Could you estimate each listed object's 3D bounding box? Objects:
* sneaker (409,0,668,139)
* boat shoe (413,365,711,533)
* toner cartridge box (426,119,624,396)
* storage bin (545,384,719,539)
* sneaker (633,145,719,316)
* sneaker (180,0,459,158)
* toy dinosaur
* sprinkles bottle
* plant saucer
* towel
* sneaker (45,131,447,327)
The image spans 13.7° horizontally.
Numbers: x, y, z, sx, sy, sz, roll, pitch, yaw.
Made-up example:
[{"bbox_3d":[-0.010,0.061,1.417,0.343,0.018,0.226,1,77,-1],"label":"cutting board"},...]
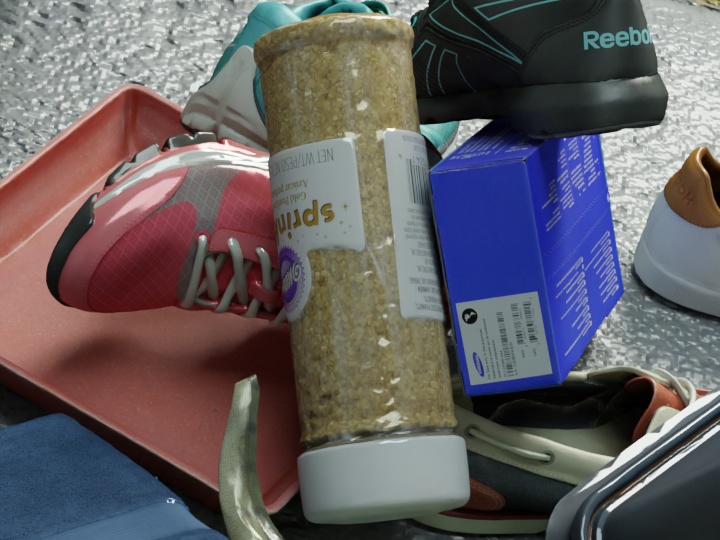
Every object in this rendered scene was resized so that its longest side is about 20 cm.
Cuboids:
[{"bbox_3d":[0.064,-0.100,1.268,0.075,0.079,0.200,-11,10,-30],"label":"sneaker"},{"bbox_3d":[0.110,0.071,1.281,0.200,0.063,0.071,0,40,-21],"label":"boat shoe"},{"bbox_3d":[0.074,-0.014,1.280,0.043,0.095,0.200,-6,8,13],"label":"toner cartridge box"},{"bbox_3d":[0.200,0.099,1.198,0.200,0.134,0.146,-30,85,-41],"label":"storage bin"},{"bbox_3d":[0.234,-0.006,1.399,0.200,0.085,0.073,14,38,-6],"label":"sneaker"},{"bbox_3d":[-0.003,-0.087,1.387,0.077,0.080,0.200,32,16,22],"label":"sneaker"},{"bbox_3d":[-0.021,0.133,1.002,0.088,0.047,0.200,-18,69,-41],"label":"toy dinosaur"},{"bbox_3d":[0.000,0.000,1.208,0.068,0.068,0.200,-3,80,-22],"label":"sprinkles bottle"},{"bbox_3d":[-0.075,0.017,1.299,0.199,0.037,0.200,29,42,15],"label":"plant saucer"},{"bbox_3d":[-0.107,0.119,1.111,0.112,0.049,0.200,-14,26,-27],"label":"towel"},{"bbox_3d":[-0.033,-0.009,1.260,0.200,0.074,0.087,-11,48,-30],"label":"sneaker"}]
